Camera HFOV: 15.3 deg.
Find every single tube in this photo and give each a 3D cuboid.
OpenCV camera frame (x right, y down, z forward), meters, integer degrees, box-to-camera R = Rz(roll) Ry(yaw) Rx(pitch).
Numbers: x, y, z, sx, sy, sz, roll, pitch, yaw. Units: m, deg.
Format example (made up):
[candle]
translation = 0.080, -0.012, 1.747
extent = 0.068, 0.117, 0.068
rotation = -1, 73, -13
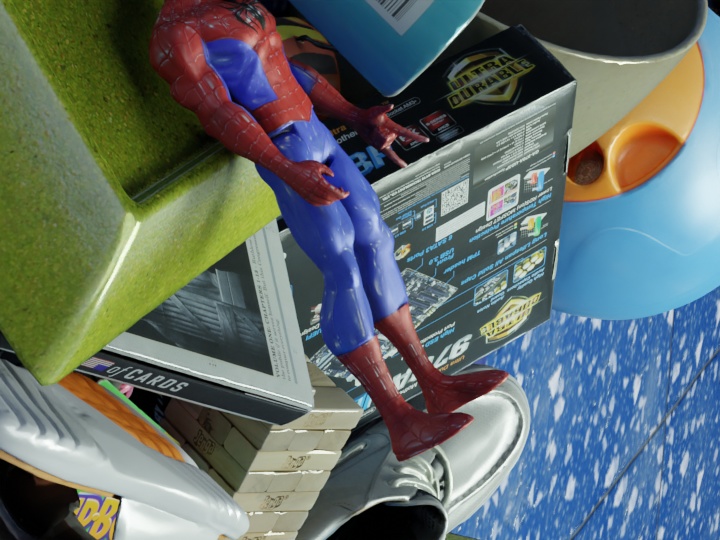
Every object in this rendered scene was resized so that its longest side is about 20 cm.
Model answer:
[tube]
translation = -0.042, -0.147, 0.914
extent = 0.200, 0.050, 0.078
rotation = 46, 43, -9

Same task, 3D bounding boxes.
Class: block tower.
[block tower]
translation = -0.071, 0.117, 1.104
extent = 0.058, 0.054, 0.201
rotation = 3, 121, -50

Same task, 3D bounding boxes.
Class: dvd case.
[dvd case]
translation = -0.099, -0.033, 0.947
extent = 0.200, 0.025, 0.151
rotation = 20, 50, -50

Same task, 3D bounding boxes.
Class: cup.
[cup]
translation = 0.045, -0.113, 1.277
extent = 0.144, 0.200, 0.200
rotation = -60, 173, 35

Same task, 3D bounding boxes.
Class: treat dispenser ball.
[treat dispenser ball]
translation = 0.140, -0.074, 1.487
extent = 0.201, 0.200, 0.202
rotation = 10, 90, -69

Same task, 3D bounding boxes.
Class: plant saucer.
[plant saucer]
translation = -0.097, -0.088, 0.921
extent = 0.200, 0.048, 0.200
rotation = 59, 30, -6

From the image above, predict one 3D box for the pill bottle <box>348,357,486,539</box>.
[pill bottle]
translation = -0.006, 0.079, 1.296
extent = 0.116, 0.115, 0.201
rotation = 31, 71, -68

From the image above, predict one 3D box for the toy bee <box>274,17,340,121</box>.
[toy bee]
translation = -0.038, -0.068, 1.182
extent = 0.200, 0.109, 0.131
rotation = -52, 147, 10

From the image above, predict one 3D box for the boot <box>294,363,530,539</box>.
[boot]
translation = 0.018, 0.107, 1.187
extent = 0.200, 0.095, 0.074
rotation = -34, 107, -27

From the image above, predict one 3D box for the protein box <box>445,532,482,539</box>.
[protein box]
translation = 0.037, 0.245, 1.362
extent = 0.135, 0.199, 0.200
rotation = 54, 49, -62

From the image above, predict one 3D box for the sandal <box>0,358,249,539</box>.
[sandal]
translation = -0.109, 0.071, 0.913
extent = 0.059, 0.079, 0.207
rotation = -52, 156, 3

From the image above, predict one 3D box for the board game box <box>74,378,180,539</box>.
[board game box]
translation = -0.141, 0.135, 1.018
extent = 0.201, 0.030, 0.096
rotation = -56, 155, -9

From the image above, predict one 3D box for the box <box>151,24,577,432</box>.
[box]
translation = 0.000, 0.000, 1.156
extent = 0.199, 0.046, 0.159
rotation = -29, 145, -23

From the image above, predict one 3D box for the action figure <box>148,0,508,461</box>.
[action figure]
translation = -0.016, -0.035, 0.913
extent = 0.201, 0.052, 0.065
rotation = 56, 33, -6

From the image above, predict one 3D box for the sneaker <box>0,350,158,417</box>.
[sneaker]
translation = -0.107, 0.029, 1.034
extent = 0.200, 0.095, 0.079
rotation = 50, 50, -65
